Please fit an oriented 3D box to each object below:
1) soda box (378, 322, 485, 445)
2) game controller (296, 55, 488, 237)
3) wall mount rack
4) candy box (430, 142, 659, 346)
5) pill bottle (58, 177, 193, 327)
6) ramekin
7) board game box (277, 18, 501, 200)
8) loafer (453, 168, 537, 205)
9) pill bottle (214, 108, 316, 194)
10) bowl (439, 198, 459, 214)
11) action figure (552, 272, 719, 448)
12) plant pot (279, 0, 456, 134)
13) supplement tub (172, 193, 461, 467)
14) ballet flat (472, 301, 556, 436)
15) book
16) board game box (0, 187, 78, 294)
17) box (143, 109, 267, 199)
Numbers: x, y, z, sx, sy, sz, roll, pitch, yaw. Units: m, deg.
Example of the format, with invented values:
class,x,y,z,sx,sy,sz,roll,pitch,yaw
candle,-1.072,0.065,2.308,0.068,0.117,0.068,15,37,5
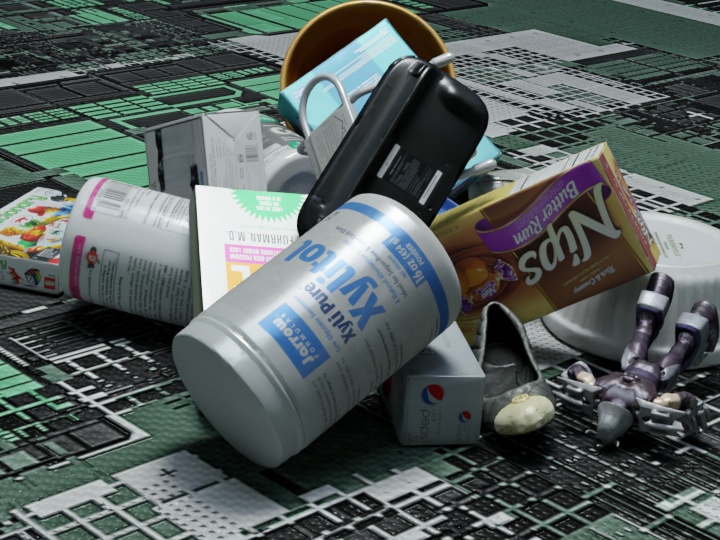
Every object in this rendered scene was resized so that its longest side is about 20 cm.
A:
class,x,y,z,sx,sy,sz,roll,pitch,yaw
soda box,0.050,0.076,1.359,0.068,0.064,0.200,0,22,-10
game controller,0.030,-0.088,1.389,0.104,0.200,0.042,34,-13,-11
wall mount rack,0.025,-0.105,1.460,0.074,0.174,0.201,4,58,-44
candy box,0.154,-0.020,1.436,0.199,0.117,0.056,-23,12,24
pill bottle,-0.162,-0.008,1.451,0.199,0.114,0.113,15,22,4
ramekin,0.277,0.011,1.529,0.201,0.095,0.202,3,21,-1
board game box,0.030,-0.151,1.731,0.151,0.047,0.200,-36,80,-16
loafer,0.135,-0.076,1.776,0.199,0.070,0.070,2,24,16
pill bottle,-0.105,-0.104,1.730,0.113,0.114,0.200,-7,24,-27
bowl,0.075,-0.041,1.587,0.200,0.039,0.201,32,13,-8
action figure,0.242,0.089,1.352,0.130,0.070,0.200,24,43,19
plant pot,0.003,-0.193,1.873,0.199,0.201,0.183,3,-8,-4
supplement tub,-0.031,0.044,1.239,0.200,0.132,0.132,-39,41,-25
ballet flat,0.120,0.086,1.343,0.066,0.057,0.200,-14,20,0
book,-0.075,0.022,1.359,0.133,0.048,0.201,3,55,-16
board game box,-0.316,-0.033,1.610,0.126,0.035,0.200,9,21,14
box,-0.158,-0.096,1.614,0.060,0.117,0.200,-7,4,-24
